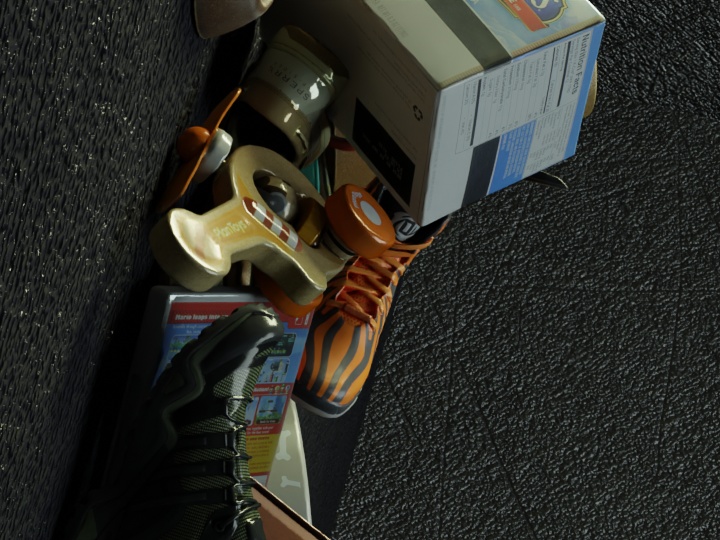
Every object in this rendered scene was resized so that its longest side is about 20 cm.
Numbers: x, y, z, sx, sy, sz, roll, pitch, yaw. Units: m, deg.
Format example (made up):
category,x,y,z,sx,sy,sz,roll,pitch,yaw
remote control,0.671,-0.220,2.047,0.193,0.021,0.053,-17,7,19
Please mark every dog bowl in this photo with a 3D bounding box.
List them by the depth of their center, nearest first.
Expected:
category,x,y,z,sx,sy,sz,roll,pitch,yaw
dog bowl,-0.074,0.170,1.662,0.200,0.059,0.201,175,-90,-83

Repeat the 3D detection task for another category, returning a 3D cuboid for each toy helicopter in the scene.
category,x,y,z,sx,sy,sz,roll,pitch,yaw
toy helicopter,-0.071,-0.034,1.286,0.079,0.132,0.200,-38,176,23

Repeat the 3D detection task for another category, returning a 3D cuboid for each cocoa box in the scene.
category,x,y,z,sx,sy,sz,roll,pitch,yaw
cocoa box,0.042,-0.157,1.451,0.131,0.200,0.133,-25,148,-23

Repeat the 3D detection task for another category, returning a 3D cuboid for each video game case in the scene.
category,x,y,z,sx,sy,sz,roll,pitch,yaw
video game case,-0.099,0.106,1.360,0.143,0.017,0.200,1,107,-53

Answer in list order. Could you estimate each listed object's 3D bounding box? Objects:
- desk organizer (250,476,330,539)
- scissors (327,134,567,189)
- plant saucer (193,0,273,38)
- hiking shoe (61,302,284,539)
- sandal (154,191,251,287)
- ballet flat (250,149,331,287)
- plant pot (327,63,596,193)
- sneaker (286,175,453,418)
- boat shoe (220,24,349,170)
category,x,y,z,sx,sy,sz,roll,pitch,yaw
desk organizer,-0.105,0.224,1.310,0.200,0.072,0.077,-51,180,20
scissors,0.040,-0.083,1.500,0.073,0.200,0.014,-50,159,-14
plant saucer,-0.054,-0.228,1.299,0.200,0.034,0.201,14,90,-86
hiking shoe,-0.086,0.116,1.258,0.200,0.101,0.076,-58,175,-4
sandal,-0.089,0.003,1.402,0.200,0.054,0.080,-58,161,-57
ballet flat,-0.046,-0.025,1.593,0.071,0.071,0.200,88,-1,-75
plant pot,0.067,-0.150,1.647,0.186,0.200,0.187,175,-90,-85
sneaker,0.000,0.000,1.465,0.112,0.078,0.200,-48,-160,36
boat shoe,-0.061,-0.095,1.453,0.066,0.074,0.200,-50,175,-17
